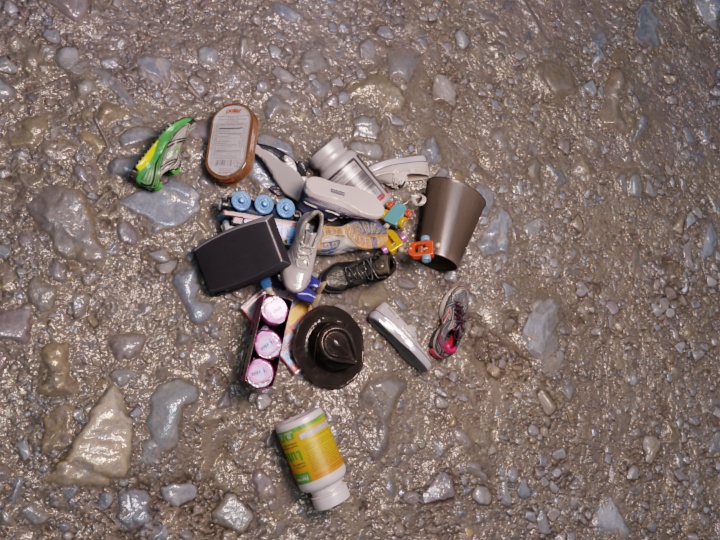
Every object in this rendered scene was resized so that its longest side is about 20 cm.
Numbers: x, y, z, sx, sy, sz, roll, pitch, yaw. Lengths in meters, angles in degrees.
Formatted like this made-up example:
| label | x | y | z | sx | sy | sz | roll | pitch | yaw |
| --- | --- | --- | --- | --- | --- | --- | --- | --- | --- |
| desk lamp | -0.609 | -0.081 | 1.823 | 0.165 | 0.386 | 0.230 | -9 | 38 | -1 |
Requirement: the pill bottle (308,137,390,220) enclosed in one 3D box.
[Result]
| label | x | y | z | sx | sy | sz | roll | pitch | yaw |
| --- | --- | --- | --- | --- | --- | --- | --- | --- | --- |
| pill bottle | -0.028 | -0.221 | 1.720 | 0.116 | 0.116 | 0.200 | -42 | 95 | -27 |

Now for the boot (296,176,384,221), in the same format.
| label | x | y | z | sx | sy | sz | roll | pitch | yaw |
| --- | --- | --- | --- | --- | --- | --- | --- | --- | --- |
| boot | -0.048 | -0.152 | 1.654 | 0.199 | 0.090 | 0.073 | 21 | 51 | -10 |

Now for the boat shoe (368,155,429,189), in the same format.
| label | x | y | z | sx | sy | sz | roll | pitch | yaw |
| --- | --- | --- | --- | --- | --- | --- | --- | --- | --- |
| boat shoe | 0.096 | -0.247 | 1.813 | 0.199 | 0.071 | 0.070 | -14 | 80 | -33 |

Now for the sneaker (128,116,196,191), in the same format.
| label | x | y | z | sx | sy | sz | roll | pitch | yaw |
| --- | --- | --- | --- | --- | --- | --- | --- | --- | --- |
| sneaker | -0.433 | -0.264 | 1.578 | 0.085 | 0.078 | 0.201 | 38 | 73 | -18 |

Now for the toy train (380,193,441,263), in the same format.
| label | x | y | z | sx | sy | sz | roll | pitch | yaw |
| --- | --- | --- | --- | --- | --- | --- | --- | --- | --- |
| toy train | 0.122 | -0.092 | 1.747 | 0.149 | 0.056 | 0.201 | -10 | 56 | 9 |

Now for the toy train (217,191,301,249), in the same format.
| label | x | y | z | sx | sy | sz | roll | pitch | yaw |
| --- | --- | --- | --- | --- | --- | --- | --- | --- | --- |
| toy train | -0.234 | -0.113 | 1.617 | 0.199 | 0.087 | 0.115 | 7 | 79 | -23 |

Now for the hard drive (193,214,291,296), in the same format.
| label | x | y | z | sx | sy | sz | roll | pitch | yaw |
| --- | --- | --- | --- | --- | --- | --- | --- | --- | --- |
| hard drive | -0.266 | -0.033 | 1.543 | 0.199 | 0.042 | 0.136 | -22 | 86 | 9 |

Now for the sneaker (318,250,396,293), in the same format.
| label | x | y | z | sx | sy | sz | roll | pitch | yaw |
| --- | --- | --- | --- | --- | --- | --- | --- | --- | --- |
| sneaker | 0.000 | 0.000 | 1.677 | 0.198 | 0.114 | 0.077 | -10 | 79 | -24 |

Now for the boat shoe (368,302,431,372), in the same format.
| label | x | y | z | sx | sy | sz | roll | pitch | yaw |
| --- | --- | --- | --- | --- | --- | --- | --- | --- | --- |
| boat shoe | 0.110 | 0.158 | 1.705 | 0.200 | 0.074 | 0.067 | 46 | 66 | -6 |

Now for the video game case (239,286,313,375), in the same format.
| label | x | y | z | sx | sy | sz | roll | pitch | yaw |
| --- | --- | --- | --- | --- | --- | --- | --- | --- | --- |
| video game case | -0.166 | 0.120 | 1.622 | 0.143 | 0.017 | 0.200 | -41 | 95 | -28 |

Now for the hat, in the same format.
| label | x | y | z | sx | sy | sz | roll | pitch | yaw |
| --- | --- | --- | --- | --- | --- | --- | --- | --- | --- |
| hat | -0.053 | 0.177 | 1.605 | 0.200 | 0.081 | 0.202 | 3 | 84 | -33 |

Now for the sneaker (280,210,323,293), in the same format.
| label | x | y | z | sx | sy | sz | roll | pitch | yaw |
| --- | --- | --- | --- | --- | --- | --- | --- | --- | --- |
| sneaker | -0.129 | -0.047 | 1.564 | 0.074 | 0.087 | 0.201 | 14 | 75 | -12 |

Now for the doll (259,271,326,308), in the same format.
| label | x | y | z | sx | sy | sz | roll | pitch | yaw |
| --- | --- | --- | --- | --- | --- | --- | --- | --- | --- |
| doll | -0.181 | 0.014 | 1.602 | 0.199 | 0.049 | 0.137 | 28 | 50 | -8 |

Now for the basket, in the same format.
| label | x | y | z | sx | sy | sz | roll | pitch | yaw |
| --- | --- | --- | --- | --- | --- | --- | --- | --- | --- |
| basket | 0.223 | -0.111 | 1.799 | 0.180 | 0.136 | 0.201 | 27 | 71 | -29 |

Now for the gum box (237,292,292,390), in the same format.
| label | x | y | z | sx | sy | sz | roll | pitch | yaw |
| --- | --- | --- | --- | --- | --- | --- | --- | --- | --- |
| gum box | -0.210 | 0.158 | 1.523 | 0.066 | 0.113 | 0.201 | 15 | 79 | -14 |

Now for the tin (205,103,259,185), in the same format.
| label | x | y | z | sx | sy | sz | roll | pitch | yaw |
| --- | --- | --- | --- | --- | --- | --- | --- | --- | --- |
| tin | -0.299 | -0.297 | 1.629 | 0.111 | 0.042 | 0.201 | 2 | 73 | 9 |

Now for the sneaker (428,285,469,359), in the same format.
| label | x | y | z | sx | sy | sz | roll | pitch | yaw |
| --- | --- | --- | --- | --- | --- | --- | --- | --- | --- |
| sneaker | 0.241 | 0.132 | 1.772 | 0.080 | 0.075 | 0.201 | 25 | 67 | -16 |

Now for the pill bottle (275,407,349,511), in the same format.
| label | x | y | z | sx | sy | sz | roll | pitch | yaw |
| --- | --- | --- | --- | --- | --- | --- | --- | --- | --- |
| pill bottle | -0.099 | 0.412 | 1.522 | 0.111 | 0.111 | 0.201 | -21 | 86 | -27 |

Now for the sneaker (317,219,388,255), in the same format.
| label | x | y | z | sx | sy | sz | roll | pitch | yaw |
| --- | --- | --- | --- | --- | --- | --- | --- | --- | --- |
| sneaker | -0.035 | -0.077 | 1.691 | 0.199 | 0.088 | 0.076 | -3 | 79 | -18 |

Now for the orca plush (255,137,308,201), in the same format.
| label | x | y | z | sx | sy | sz | roll | pitch | yaw |
| --- | --- | --- | --- | --- | --- | --- | --- | --- | --- |
| orca plush | -0.191 | -0.243 | 1.697 | 0.199 | 0.071 | 0.106 | 30 | 111 | -4 |
